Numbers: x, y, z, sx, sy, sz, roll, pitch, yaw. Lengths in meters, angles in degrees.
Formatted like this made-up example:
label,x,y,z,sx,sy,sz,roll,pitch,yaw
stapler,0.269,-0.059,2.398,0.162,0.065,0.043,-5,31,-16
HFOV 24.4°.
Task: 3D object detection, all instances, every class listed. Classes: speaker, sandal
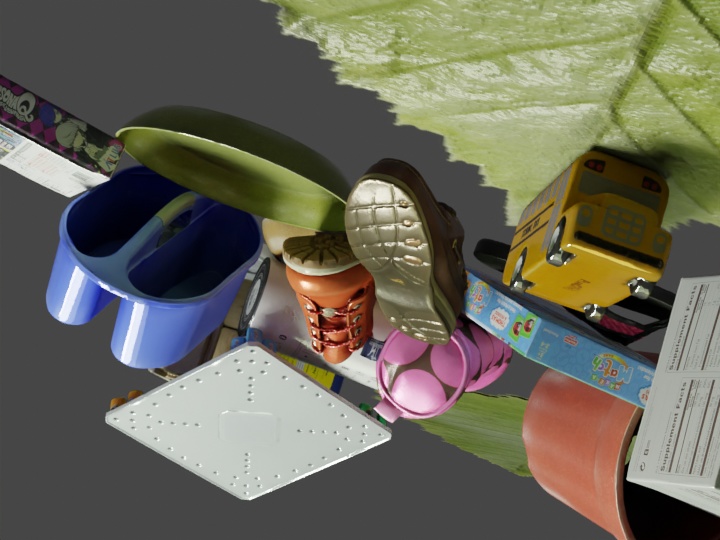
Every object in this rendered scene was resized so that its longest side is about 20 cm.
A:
label,x,y,z,sx,sy,sz,roll,pitch,yaw
speaker,-0.009,0.060,1.546,0.198,0.082,0.081,21,169,-12
sandal,0.179,0.026,1.297,0.198,0.046,0.075,17,169,11

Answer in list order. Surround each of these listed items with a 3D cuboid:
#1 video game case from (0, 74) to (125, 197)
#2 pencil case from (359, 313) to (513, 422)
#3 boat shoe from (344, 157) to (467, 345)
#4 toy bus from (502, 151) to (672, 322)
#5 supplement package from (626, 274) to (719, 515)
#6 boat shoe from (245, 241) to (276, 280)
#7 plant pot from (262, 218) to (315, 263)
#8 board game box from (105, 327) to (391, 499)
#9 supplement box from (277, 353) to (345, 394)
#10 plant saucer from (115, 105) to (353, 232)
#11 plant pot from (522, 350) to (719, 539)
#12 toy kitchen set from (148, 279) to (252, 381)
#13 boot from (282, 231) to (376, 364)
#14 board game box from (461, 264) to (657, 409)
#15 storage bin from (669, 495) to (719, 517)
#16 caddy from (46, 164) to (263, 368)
label,x,y,z,sx,sy,sz,roll,pitch,yaw
video game case,-0.287,-0.119,1.321,0.180,0.036,0.200,29,170,-15
pencil case,0.071,0.075,1.426,0.090,0.094,0.200,33,-168,14
boat shoe,0.040,-0.024,1.243,0.071,0.068,0.201,17,152,24
toy bus,0.143,-0.019,1.051,0.064,0.079,0.200,20,169,-3
supplement package,0.315,0.108,1.182,0.198,0.158,0.111,23,167,-22
boat shoe,-0.160,-0.012,1.608,0.199,0.072,0.070,21,169,-9
plant pot,0.000,0.000,1.522,0.198,0.028,0.200,18,168,4
board game box,-0.105,0.139,1.577,0.199,0.026,0.199,-27,135,32
supplement box,-0.119,0.074,1.863,0.198,0.111,0.108,25,167,-26
plant saucer,-0.088,-0.080,1.265,0.198,0.031,0.200,19,170,3
plant pot,0.252,0.155,1.471,0.199,0.203,0.195,24,175,-27
toy kitchen set,-0.091,0.093,1.651,0.178,0.202,0.163,15,171,19
boot,-0.017,0.023,1.327,0.074,0.109,0.200,4,-179,10
board game box,0.157,0.052,1.352,0.150,0.037,0.200,24,-174,-24
storage bin,0.342,0.141,1.343,0.198,0.137,0.093,24,168,-26
caddy,-0.165,-0.015,1.353,0.141,0.106,0.200,32,-148,8
